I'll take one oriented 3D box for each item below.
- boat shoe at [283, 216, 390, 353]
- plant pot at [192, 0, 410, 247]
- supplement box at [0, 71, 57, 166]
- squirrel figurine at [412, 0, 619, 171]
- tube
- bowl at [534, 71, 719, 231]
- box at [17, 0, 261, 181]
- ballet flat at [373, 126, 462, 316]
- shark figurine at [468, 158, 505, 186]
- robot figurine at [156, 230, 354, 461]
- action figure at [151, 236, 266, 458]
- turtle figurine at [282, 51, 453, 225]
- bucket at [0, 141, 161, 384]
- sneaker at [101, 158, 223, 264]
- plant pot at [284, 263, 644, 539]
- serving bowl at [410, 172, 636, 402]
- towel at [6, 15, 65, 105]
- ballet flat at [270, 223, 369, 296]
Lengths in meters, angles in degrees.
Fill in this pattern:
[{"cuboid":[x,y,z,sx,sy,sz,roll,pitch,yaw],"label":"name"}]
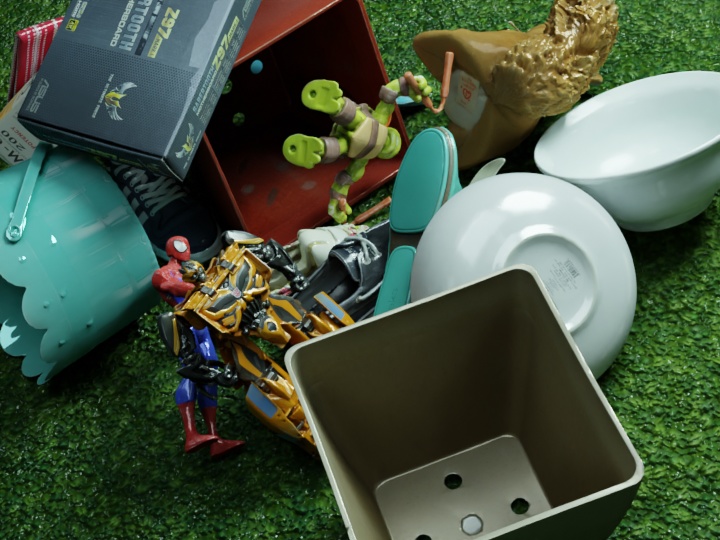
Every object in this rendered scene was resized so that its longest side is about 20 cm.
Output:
[{"cuboid":[0.000,0.000,1.165,0.200,0.068,0.072,-42,48,-6],"label":"boat shoe"},{"cuboid":[-0.096,-0.165,1.295,0.200,0.201,0.176,-34,37,-18],"label":"plant pot"},{"cuboid":[-0.275,-0.191,1.285,0.200,0.074,0.126,-43,18,12],"label":"supplement box"},{"cuboid":[0.181,-0.202,1.279,0.186,0.142,0.200,-24,9,-35],"label":"squirrel figurine"},{"cuboid":[-0.026,-0.203,1.399,0.199,0.051,0.077,19,22,27],"label":"tube"},{"cuboid":[0.269,-0.099,1.192,0.200,0.091,0.201,-19,26,10],"label":"bowl"},{"cuboid":[-0.192,-0.193,1.140,0.157,0.051,0.201,17,77,20],"label":"box"},{"cuboid":[0.059,-0.023,1.132,0.067,0.070,0.201,5,80,43],"label":"ballet flat"},{"cuboid":[0.133,-0.010,1.175,0.128,0.089,0.215,-48,38,14],"label":"shark figurine"},{"cuboid":[-0.071,0.059,1.080,0.145,0.200,0.058,-55,19,-25],"label":"robot figurine"},{"cuboid":[-0.124,0.051,1.126,0.099,0.065,0.201,-26,66,20],"label":"action figure"},{"cuboid":[0.000,-0.137,1.215,0.064,0.161,0.200,42,107,27],"label":"turtle figurine"},{"cuboid":[-0.286,-0.012,1.187,0.134,0.208,0.207,-33,49,-25],"label":"bucket"},{"cuboid":[-0.210,-0.092,1.297,0.070,0.109,0.200,-30,47,-16],"label":"sneaker"},{"cuboid":[0.078,0.151,0.962,0.199,0.178,0.201,-20,51,-5],"label":"plant pot"},{"cuboid":[0.145,0.014,1.073,0.199,0.066,0.201,1,85,-14],"label":"serving bowl"},{"cuboid":[-0.285,-0.231,1.395,0.199,0.145,0.023,-24,66,-32],"label":"towel"},{"cuboid":[-0.064,-0.001,1.215,0.199,0.064,0.076,-26,48,-12],"label":"ballet flat"}]
